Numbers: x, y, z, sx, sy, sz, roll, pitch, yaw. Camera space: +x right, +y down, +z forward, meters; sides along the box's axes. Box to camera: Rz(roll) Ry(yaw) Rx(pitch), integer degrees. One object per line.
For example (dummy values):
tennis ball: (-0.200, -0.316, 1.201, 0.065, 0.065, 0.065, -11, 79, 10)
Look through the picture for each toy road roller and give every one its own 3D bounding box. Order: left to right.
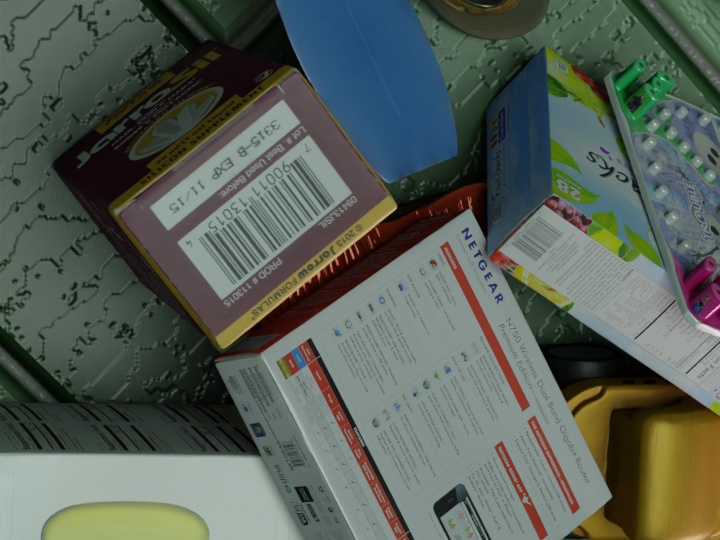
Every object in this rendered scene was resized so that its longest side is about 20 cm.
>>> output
toy road roller: (0.203, 0.118, 1.636, 0.200, 0.146, 0.123, 0, 99, -17)

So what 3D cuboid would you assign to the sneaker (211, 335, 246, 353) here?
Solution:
sneaker: (0.000, 0.064, 1.604, 0.200, 0.078, 0.090, 11, 119, -8)

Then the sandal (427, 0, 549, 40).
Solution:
sandal: (0.073, -0.186, 1.538, 0.080, 0.200, 0.054, -9, 63, 2)

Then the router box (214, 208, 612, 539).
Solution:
router box: (0.034, 0.094, 1.504, 0.179, 0.049, 0.200, -34, 103, -35)

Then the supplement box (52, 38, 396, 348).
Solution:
supplement box: (-0.081, -0.049, 1.490, 0.131, 0.200, 0.103, -40, 108, -8)

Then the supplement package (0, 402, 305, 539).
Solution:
supplement package: (-0.142, 0.183, 1.539, 0.200, 0.147, 0.192, 2, 98, -19)

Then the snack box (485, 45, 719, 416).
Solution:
snack box: (0.171, -0.022, 1.589, 0.200, 0.169, 0.068, 33, 121, -18)

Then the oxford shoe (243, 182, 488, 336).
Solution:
oxford shoe: (0.000, 0.000, 1.576, 0.200, 0.073, 0.071, -16, 95, -27)

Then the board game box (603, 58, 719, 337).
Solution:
board game box: (0.250, -0.025, 1.591, 0.200, 0.200, 0.026, 20, 132, -35)

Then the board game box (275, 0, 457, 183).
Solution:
board game box: (-0.011, -0.123, 1.527, 0.039, 0.200, 0.158, -25, 91, 24)
